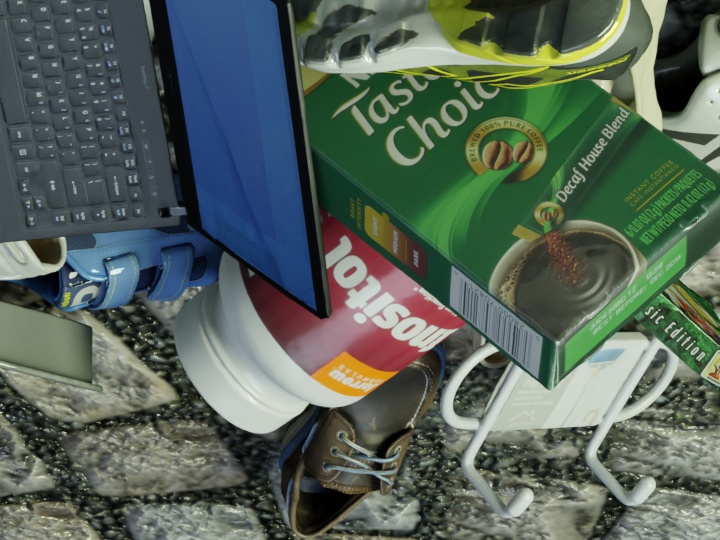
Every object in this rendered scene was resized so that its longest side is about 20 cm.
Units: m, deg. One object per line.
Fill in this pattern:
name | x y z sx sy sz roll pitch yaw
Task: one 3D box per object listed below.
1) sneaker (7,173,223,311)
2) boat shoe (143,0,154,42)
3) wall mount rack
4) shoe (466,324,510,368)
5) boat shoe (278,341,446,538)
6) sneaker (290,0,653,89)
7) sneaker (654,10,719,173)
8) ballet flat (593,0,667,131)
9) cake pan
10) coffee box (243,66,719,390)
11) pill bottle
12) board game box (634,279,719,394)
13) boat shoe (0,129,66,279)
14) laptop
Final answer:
sneaker | -0.133 -0.010 1.437 0.200 0.082 0.074 9 145 -10
boat shoe | -0.148 -0.106 1.301 0.067 0.074 0.200 13 146 -14
wall mount rack | 0.147 0.060 1.476 0.200 0.075 0.174 0 128 -46
shoe | 0.109 -0.011 1.434 0.070 0.053 0.200 15 145 -16
boat shoe | 0.003 0.104 1.601 0.072 0.073 0.200 12 146 -12
sneaker | 0.037 -0.110 1.156 0.200 0.075 0.085 11 171 31
sneaker | 0.211 -0.096 1.277 0.200 0.074 0.088 -19 136 36
ballet flat | 0.110 -0.084 1.258 0.069 0.070 0.200 0 145 6
cake pan | -0.239 0.028 1.471 0.200 0.037 0.200 14 176 1
coffee box | 0.055 -0.048 1.178 0.200 0.123 0.044 40 156 25
pill bottle | 0.000 0.000 1.373 0.200 0.113 0.113 -37 130 26
board game box | 0.120 -0.013 1.300 0.200 0.105 0.023 40 99 -25
boat shoe | -0.194 -0.077 1.288 0.070 0.071 0.200 1 126 23
laptop | -0.121 -0.064 1.197 0.200 0.103 0.178 -5 126 2
